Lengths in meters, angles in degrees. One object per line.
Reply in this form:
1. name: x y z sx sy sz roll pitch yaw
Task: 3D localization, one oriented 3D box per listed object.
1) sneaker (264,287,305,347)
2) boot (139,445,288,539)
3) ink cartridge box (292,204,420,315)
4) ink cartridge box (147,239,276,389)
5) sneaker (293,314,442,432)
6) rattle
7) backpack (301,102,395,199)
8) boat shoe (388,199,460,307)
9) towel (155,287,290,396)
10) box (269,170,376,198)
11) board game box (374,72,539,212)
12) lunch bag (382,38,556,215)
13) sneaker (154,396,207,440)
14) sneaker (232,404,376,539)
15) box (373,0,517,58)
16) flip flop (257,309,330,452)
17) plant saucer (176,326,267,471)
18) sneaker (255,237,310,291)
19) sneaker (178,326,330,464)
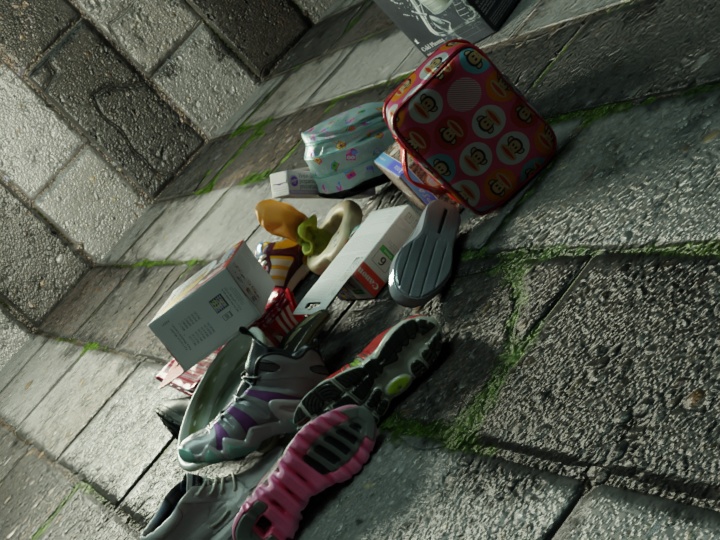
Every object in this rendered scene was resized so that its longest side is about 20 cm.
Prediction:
1. sneaker: -0.147 0.083 1.889 0.115 0.079 0.200 -43 27 -22
2. boot: -0.160 0.259 1.446 0.200 0.096 0.073 -49 18 -13
3. ink cartridge box: 0.000 0.000 1.751 0.200 0.050 0.109 -52 19 -19
4. ink cartridge box: -0.214 0.057 1.719 0.175 0.084 0.200 -36 8 7
5. sneaker: 0.013 0.123 1.429 0.200 0.077 0.085 -37 7 4
6. rattle: -0.060 -0.072 1.900 0.130 0.143 0.200 -43 15 -5
7. backpack: 0.006 -0.187 1.942 0.199 0.127 0.167 -28 9 -31
8. boat shoe: 0.080 -0.010 1.588 0.062 0.072 0.200 -63 -2 41
9. towel: -0.199 0.095 1.819 0.200 0.023 0.144 -48 27 -18
10. box: -0.056 -0.134 1.994 0.041 0.039 0.199 -10 -5 44
11. board game box: 0.136 -0.177 1.760 0.200 0.097 0.159 -45 17 0
12. lunch bag: 0.129 -0.169 1.591 0.176 0.200 0.082 -43 22 3
13. sneaker: -0.217 0.204 1.768 0.091 0.076 0.200 -45 25 -22
14. sneaker: -0.065 0.219 1.378 0.200 0.079 0.095 -45 6 -3
15. box: 0.152 -0.511 2.317 0.200 0.197 0.124 -18 31 56
16. flip flop: -0.083 0.143 1.616 0.081 0.057 0.201 -23 43 59
17. plant saucer: -0.162 0.171 1.608 0.200 0.050 0.201 -47 24 28
18. sneaker: -0.145 0.007 1.996 0.075 0.090 0.200 -19 30 54
19. sneaker: -0.131 0.136 1.473 0.199 0.141 0.078 -18 6 -12
